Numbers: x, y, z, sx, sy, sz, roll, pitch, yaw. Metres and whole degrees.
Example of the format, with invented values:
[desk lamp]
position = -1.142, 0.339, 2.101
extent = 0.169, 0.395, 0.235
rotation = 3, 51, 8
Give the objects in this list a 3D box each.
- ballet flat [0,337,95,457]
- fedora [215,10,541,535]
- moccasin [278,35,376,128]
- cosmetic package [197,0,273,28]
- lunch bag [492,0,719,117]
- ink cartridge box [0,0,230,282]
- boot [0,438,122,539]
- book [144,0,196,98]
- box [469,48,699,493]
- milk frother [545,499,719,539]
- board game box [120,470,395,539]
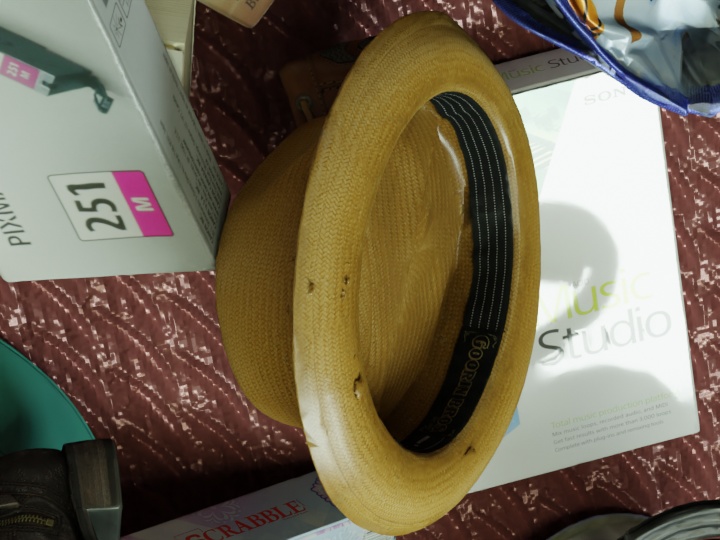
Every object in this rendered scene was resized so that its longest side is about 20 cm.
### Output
[ballet flat]
position = -0.194, 0.044, 1.210
extent = 0.063, 0.069, 0.200
rotation = -25, 124, 34
[fedora]
position = 0.000, 0.000, 1.084
extent = 0.081, 0.201, 0.201
rotation = 3, 127, 30
[moccasin]
position = 0.004, 0.002, 1.182
extent = 0.077, 0.074, 0.202
rotation = -11, 120, -2
[cosmetic package]
position = -0.102, -0.192, 1.076
extent = 0.199, 0.087, 0.104
rotation = 26, 112, -25
[lunch bag]
position = 0.088, -0.174, 1.087
extent = 0.123, 0.170, 0.201
rotation = -24, 123, 7
[ink cartridge box]
position = -0.158, -0.071, 1.036
extent = 0.172, 0.044, 0.200
rotation = -4, 141, 16
[boot]
position = -0.180, 0.134, 1.116
extent = 0.173, 0.200, 0.070
rotation = -1, 123, -7
[book]
position = -0.167, -0.072, 1.103
extent = 0.199, 0.048, 0.134
rotation = 7, 142, -1
[box]
position = 0.072, 0.002, 1.260
extent = 0.143, 0.036, 0.201
rotation = -15, 119, -6
[milk frother]
position = 0.135, 0.165, 1.270
extent = 0.180, 0.188, 0.201
rotation = 8, 110, -28
[board game box]
position = -0.079, 0.202, 1.277
extent = 0.199, 0.041, 0.201
rotation = -15, 126, -43
